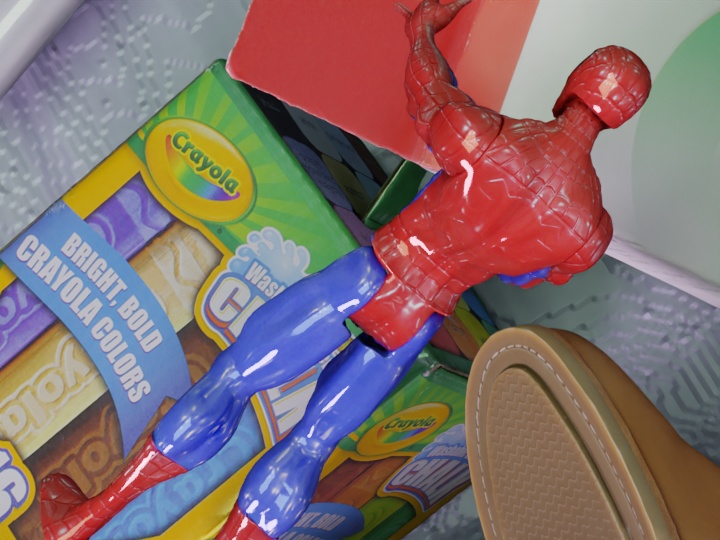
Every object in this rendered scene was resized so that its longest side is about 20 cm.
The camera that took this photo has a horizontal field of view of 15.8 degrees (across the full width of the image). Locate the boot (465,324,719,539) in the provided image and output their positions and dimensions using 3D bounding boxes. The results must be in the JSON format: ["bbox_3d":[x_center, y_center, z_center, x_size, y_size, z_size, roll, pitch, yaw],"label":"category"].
[{"bbox_3d":[0.129,0.079,0.724,0.200,0.155,0.074,59,145,2],"label":"boot"}]

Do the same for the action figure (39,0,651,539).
[{"bbox_3d":[0.000,0.000,0.703,0.200,0.065,0.099,-42,23,19],"label":"action figure"}]

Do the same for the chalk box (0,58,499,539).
[{"bbox_3d":[-0.029,0.026,0.813,0.200,0.125,0.124,-39,69,12],"label":"chalk box"}]

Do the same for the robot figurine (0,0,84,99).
[{"bbox_3d":[-0.171,-0.136,0.905,0.170,0.113,0.200,43,97,4],"label":"robot figurine"}]

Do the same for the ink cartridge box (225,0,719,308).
[{"bbox_3d":[0.078,-0.091,0.757,0.050,0.200,0.161,9,77,58],"label":"ink cartridge box"}]
